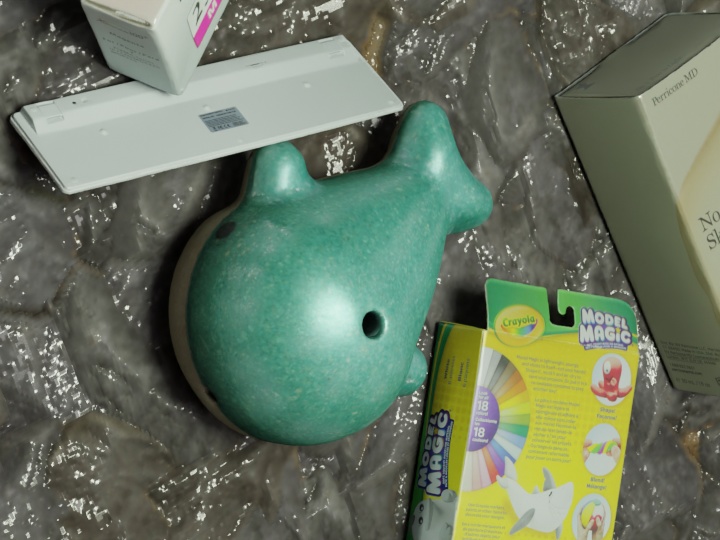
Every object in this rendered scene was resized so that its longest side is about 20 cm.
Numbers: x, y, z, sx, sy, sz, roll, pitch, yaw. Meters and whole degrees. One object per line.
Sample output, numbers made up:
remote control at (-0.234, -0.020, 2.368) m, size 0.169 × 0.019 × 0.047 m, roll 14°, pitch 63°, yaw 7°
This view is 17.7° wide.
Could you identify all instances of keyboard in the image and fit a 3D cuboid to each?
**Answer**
keyboard at (-0.072, -0.078, 1.132) m, size 0.200 × 0.011 × 0.056 m, roll -17°, pitch 59°, yaw -34°

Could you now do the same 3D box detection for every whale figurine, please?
whale figurine at (0.000, 0.000, 1.155) m, size 0.200 × 0.104 × 0.159 m, roll -42°, pitch 116°, yaw -26°

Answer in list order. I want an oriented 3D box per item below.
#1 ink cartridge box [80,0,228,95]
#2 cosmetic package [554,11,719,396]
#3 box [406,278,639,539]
ink cartridge box at (-0.070, -0.201, 1.060) m, size 0.044 × 0.174 × 0.200 m, roll 23°, pitch 77°, yaw 8°
cosmetic package at (0.201, -0.037, 1.318) m, size 0.104 × 0.073 × 0.200 m, roll -37°, pitch 115°, yaw -28°
box at (0.087, 0.107, 1.264) m, size 0.117 × 0.048 × 0.200 m, roll 10°, pitch 90°, yaw -36°
